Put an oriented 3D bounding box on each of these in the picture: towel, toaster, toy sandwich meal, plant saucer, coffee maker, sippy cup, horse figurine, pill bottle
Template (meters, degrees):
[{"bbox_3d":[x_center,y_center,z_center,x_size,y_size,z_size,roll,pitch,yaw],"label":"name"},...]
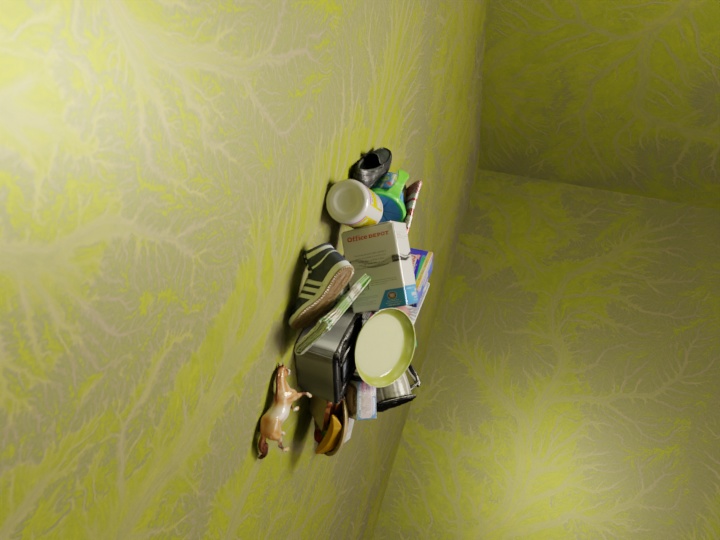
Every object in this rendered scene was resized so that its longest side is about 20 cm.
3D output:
[{"bbox_3d":[-0.064,0.095,1.272,0.149,0.031,0.200,-44,-176,43],"label":"towel"},{"bbox_3d":[-0.071,0.195,1.394,0.181,0.119,0.200,-61,158,-46],"label":"toaster"},{"bbox_3d":[-0.095,0.381,1.472,0.205,0.070,0.205,-27,-121,58],"label":"toy sandwich meal"},{"bbox_3d":[0.056,0.189,1.407,0.200,0.031,0.200,-8,103,-38],"label":"plant saucer"},{"bbox_3d":[0.050,0.274,1.542,0.135,0.192,0.200,3,64,-40],"label":"coffee maker"},{"bbox_3d":[0.067,-0.196,1.541,0.140,0.178,0.130,59,35,-34],"label":"sippy cup"},{"bbox_3d":[-0.176,0.318,1.244,0.200,0.050,0.133,-64,148,-20],"label":"horse figurine"},{"bbox_3d":[-0.006,-0.153,1.372,0.200,0.104,0.104,11,92,-74],"label":"pill bottle"},{"bbox_3d":[0.121,-0.138,1.551,0.144,0.023,0.200,163,-58,-79],"label":"towel"}]

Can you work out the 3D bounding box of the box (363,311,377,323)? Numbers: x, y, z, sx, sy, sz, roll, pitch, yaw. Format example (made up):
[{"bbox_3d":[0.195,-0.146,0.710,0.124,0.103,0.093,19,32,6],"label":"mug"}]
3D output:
[{"bbox_3d":[0.041,0.147,1.749,0.200,0.115,0.132,-59,157,-48],"label":"box"}]

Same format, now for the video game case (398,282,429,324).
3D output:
[{"bbox_3d":[0.094,0.062,1.715,0.023,0.200,0.182,111,5,-47],"label":"video game case"}]

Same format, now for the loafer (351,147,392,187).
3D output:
[{"bbox_3d":[0.035,-0.278,1.479,0.201,0.068,0.070,-54,161,-47],"label":"loafer"}]

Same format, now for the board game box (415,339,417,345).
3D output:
[{"bbox_3d":[0.086,0.242,1.695,0.200,0.029,0.135,-39,141,-23],"label":"board game box"}]

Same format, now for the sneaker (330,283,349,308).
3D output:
[{"bbox_3d":[-0.075,0.046,1.377,0.200,0.070,0.080,-31,139,-60],"label":"sneaker"}]

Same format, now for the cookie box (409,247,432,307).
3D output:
[{"bbox_3d":[0.096,0.005,1.669,0.075,0.200,0.171,87,22,-43],"label":"cookie box"}]

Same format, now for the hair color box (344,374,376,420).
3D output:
[{"bbox_3d":[-0.030,0.331,1.508,0.200,0.060,0.100,-9,-99,62],"label":"hair color box"}]

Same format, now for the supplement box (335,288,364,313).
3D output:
[{"bbox_3d":[0.000,0.000,1.544,0.110,0.086,0.200,82,26,-51],"label":"supplement box"}]

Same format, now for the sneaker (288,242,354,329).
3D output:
[{"bbox_3d":[-0.106,0.030,1.243,0.200,0.109,0.070,-49,148,18],"label":"sneaker"}]

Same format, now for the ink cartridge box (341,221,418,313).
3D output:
[{"bbox_3d":[0.047,-0.008,1.366,0.084,0.144,0.200,-5,86,-62],"label":"ink cartridge box"}]

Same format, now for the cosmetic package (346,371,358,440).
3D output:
[{"bbox_3d":[-0.055,0.397,1.667,0.108,0.085,0.200,26,77,-75],"label":"cosmetic package"}]
